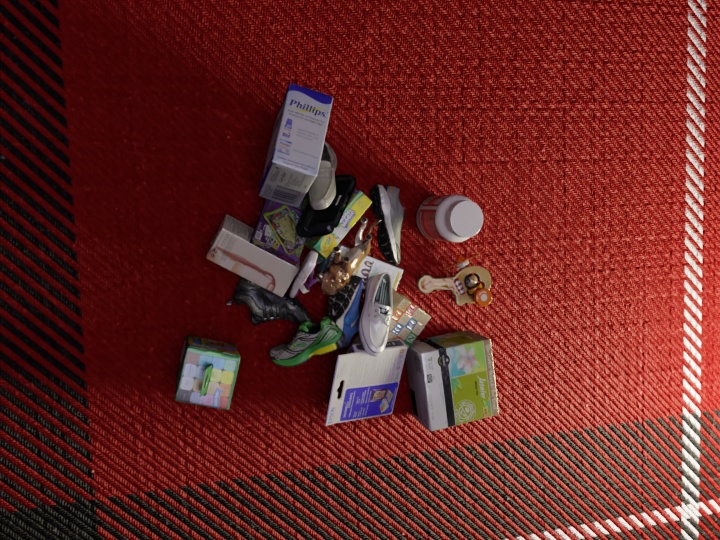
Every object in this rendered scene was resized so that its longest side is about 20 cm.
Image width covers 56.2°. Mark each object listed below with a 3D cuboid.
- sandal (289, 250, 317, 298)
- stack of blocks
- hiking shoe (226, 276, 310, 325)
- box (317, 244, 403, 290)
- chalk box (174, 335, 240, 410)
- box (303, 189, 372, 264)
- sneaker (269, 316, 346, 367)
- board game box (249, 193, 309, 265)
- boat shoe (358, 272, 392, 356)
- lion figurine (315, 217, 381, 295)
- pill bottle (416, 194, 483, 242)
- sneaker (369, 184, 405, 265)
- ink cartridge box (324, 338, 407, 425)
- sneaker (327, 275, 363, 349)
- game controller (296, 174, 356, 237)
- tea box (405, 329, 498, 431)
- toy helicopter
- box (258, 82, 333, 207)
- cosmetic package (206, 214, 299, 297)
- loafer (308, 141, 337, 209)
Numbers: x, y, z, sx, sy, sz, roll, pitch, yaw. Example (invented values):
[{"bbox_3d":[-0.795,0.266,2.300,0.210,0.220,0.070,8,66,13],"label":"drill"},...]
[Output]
[{"bbox_3d":[-0.124,0.021,1.557,0.049,0.203,0.083,25,68,-6],"label":"sandal"},{"bbox_3d":[0.070,0.160,1.676,0.115,0.059,0.201,34,94,-38],"label":"stack of blocks"},{"bbox_3d":[-0.216,0.093,1.613,0.199,0.076,0.101,32,98,-9],"label":"hiking shoe"},{"bbox_3d":[0.000,0.000,1.670,0.198,0.049,0.083,21,90,-17],"label":"box"},{"bbox_3d":[-0.343,0.231,1.513,0.123,0.200,0.126,14,91,-16],"label":"chalk box"},{"bbox_3d":[-0.068,-0.105,1.606,0.048,0.117,0.201,40,84,-22],"label":"box"},{"bbox_3d":[-0.135,0.164,1.602,0.198,0.078,0.086,-24,110,20],"label":"sneaker"},{"bbox_3d":[-0.174,-0.119,1.563,0.119,0.032,0.202,25,52,-14],"label":"board game box"},{"bbox_3d":[0.040,0.097,1.585,0.073,0.067,0.202,11,64,-25],"label":"boat shoe"},{"bbox_3d":[-0.020,-0.030,1.590,0.072,0.123,0.200,38,62,23],"label":"lion figurine"},{"bbox_3d":[0.219,-0.127,1.643,0.111,0.200,0.114,-1,96,-15],"label":"pill bottle"},{"bbox_3d":[0.081,-0.114,1.665,0.078,0.074,0.203,-7,89,-24],"label":"sneaker"},{"bbox_3d":[0.007,0.269,1.628,0.198,0.043,0.200,-3,116,-32],"label":"ink cartridge box"},{"bbox_3d":[-0.032,0.103,1.651,0.088,0.078,0.202,1,118,-41],"label":"sneaker"},{"bbox_3d":[-0.078,-0.154,1.570,0.042,0.103,0.201,71,30,-45],"label":"game controller"},{"bbox_3d":[0.230,0.275,1.716,0.194,0.133,0.203,-11,98,-15],"label":"tea box"},{"bbox_3d":[0.241,0.024,1.729,0.197,0.079,0.134,-1,94,-12],"label":"toy helicopter"},{"bbox_3d":[-0.148,-0.276,1.507,0.104,0.184,0.202,15,69,-14],"label":"box"},{"bbox_3d":[-0.246,-0.034,1.561,0.199,0.104,0.088,28,107,-15],"label":"cosmetic package"},{"bbox_3d":[-0.092,-0.221,1.559,0.069,0.201,0.070,-10,135,11],"label":"loafer"}]
